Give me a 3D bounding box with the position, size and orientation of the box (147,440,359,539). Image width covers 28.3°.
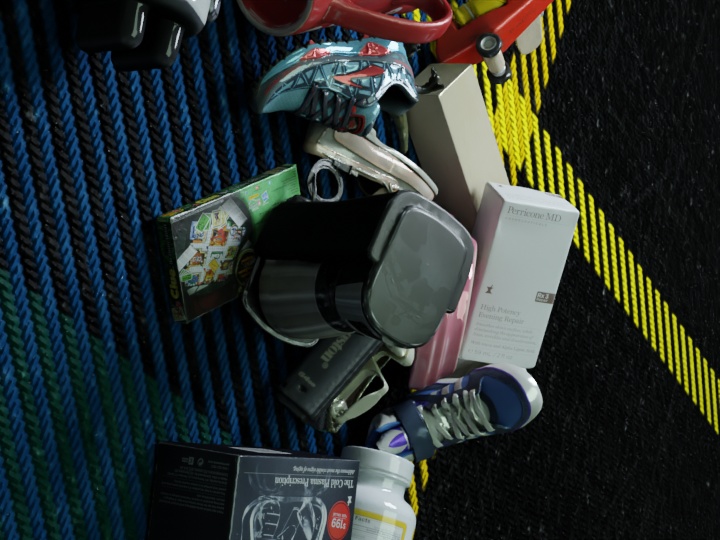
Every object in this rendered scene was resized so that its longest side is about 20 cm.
[{"bbox_3d":[-0.104,0.264,1.374,0.200,0.104,0.183,12,83,-55],"label":"box"}]

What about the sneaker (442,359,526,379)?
[{"bbox_3d":[0.158,0.158,1.773,0.200,0.073,0.116,-46,125,-46],"label":"sneaker"}]

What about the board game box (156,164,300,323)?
[{"bbox_3d":[-0.121,-0.030,1.402,0.200,0.023,0.105,-28,114,-51],"label":"board game box"}]

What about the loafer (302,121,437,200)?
[{"bbox_3d":[0.007,-0.112,1.554,0.200,0.072,0.063,37,79,-43],"label":"loafer"}]

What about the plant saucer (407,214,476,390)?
[{"bbox_3d":[0.094,0.037,1.606,0.201,0.051,0.202,10,90,-88],"label":"plant saucer"}]

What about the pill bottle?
[{"bbox_3d":[-0.004,0.294,1.514,0.112,0.112,0.201,36,63,-50],"label":"pill bottle"}]

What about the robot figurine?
[{"bbox_3d":[-0.181,-0.273,1.215,0.150,0.124,0.201,97,3,-79],"label":"robot figurine"}]

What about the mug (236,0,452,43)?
[{"bbox_3d":[-0.009,-0.301,1.423,0.200,0.177,0.134,-26,127,-47],"label":"mug"}]

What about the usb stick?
[{"bbox_3d":[-0.007,0.069,1.464,0.200,0.055,0.033,-49,164,-9],"label":"usb stick"}]

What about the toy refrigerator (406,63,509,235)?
[{"bbox_3d":[0.113,-0.140,1.696,0.076,0.070,0.201,-46,128,-36],"label":"toy refrigerator"}]

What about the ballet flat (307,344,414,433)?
[{"bbox_3d":[0.016,0.093,1.504,0.200,0.072,0.072,-49,135,-8],"label":"ballet flat"}]

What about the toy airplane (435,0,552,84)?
[{"bbox_3d":[0.175,-0.336,1.708,0.199,0.141,0.201,-18,139,-43],"label":"toy airplane"}]

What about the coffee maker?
[{"bbox_3d":[-0.002,-0.022,1.362,0.134,0.200,0.193,6,85,-39],"label":"coffee maker"}]

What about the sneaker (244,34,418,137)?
[{"bbox_3d":[-0.020,-0.179,1.434,0.199,0.079,0.096,-18,76,-33],"label":"sneaker"}]

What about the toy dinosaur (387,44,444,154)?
[{"bbox_3d":[0.038,-0.211,1.580,0.200,0.088,0.048,48,15,-48],"label":"toy dinosaur"}]

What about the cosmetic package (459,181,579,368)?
[{"bbox_3d":[0.176,0.006,1.681,0.101,0.074,0.201,8,109,-17],"label":"cosmetic package"}]

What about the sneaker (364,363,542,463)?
[{"bbox_3d":[0.090,0.170,1.570,0.146,0.200,0.081,-30,100,-34],"label":"sneaker"}]
